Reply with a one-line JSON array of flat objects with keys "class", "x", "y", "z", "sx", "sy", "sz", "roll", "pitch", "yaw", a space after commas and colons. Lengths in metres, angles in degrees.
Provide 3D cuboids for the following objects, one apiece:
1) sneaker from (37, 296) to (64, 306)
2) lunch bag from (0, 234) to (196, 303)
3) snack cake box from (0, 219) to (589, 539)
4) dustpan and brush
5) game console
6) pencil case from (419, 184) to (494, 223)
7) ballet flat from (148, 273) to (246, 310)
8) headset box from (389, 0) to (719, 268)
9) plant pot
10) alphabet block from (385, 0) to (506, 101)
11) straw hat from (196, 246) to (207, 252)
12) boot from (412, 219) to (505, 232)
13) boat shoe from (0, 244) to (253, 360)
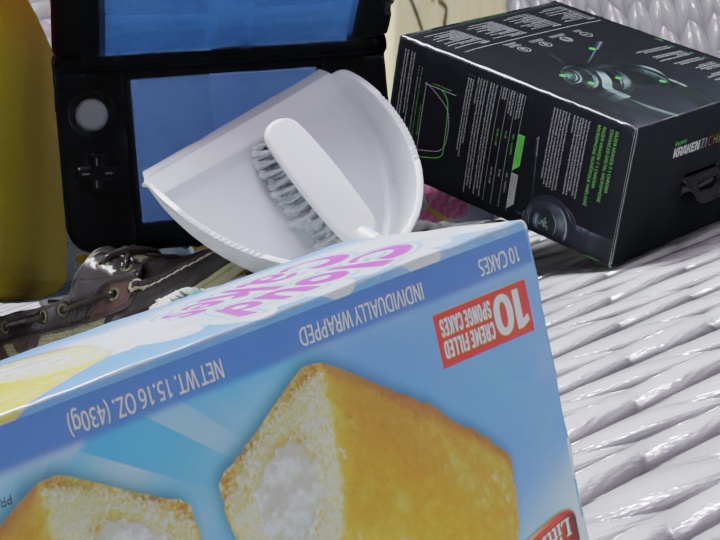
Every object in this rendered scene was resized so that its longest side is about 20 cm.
[{"class": "sneaker", "x": -0.197, "y": 0.008, "z": 1.381, "sx": 0.081, "sy": 0.089, "sz": 0.200, "roll": 16, "pitch": 10, "yaw": -34}, {"class": "lunch bag", "x": -0.211, "y": -0.075, "z": 1.283, "sx": 0.199, "sy": 0.127, "sz": 0.170, "roll": -13, "pitch": 39, "yaw": 22}, {"class": "snack cake box", "x": -0.038, "y": 0.069, "z": 0.385, "sx": 0.067, "sy": 0.116, "sz": 0.200, "roll": -6, "pitch": 11, "yaw": 46}, {"class": "dustpan and brush", "x": -0.004, "y": -0.022, "z": 0.940, "sx": 0.139, "sy": 0.200, "sz": 0.057, "roll": -33, "pitch": -18, "yaw": -24}, {"class": "game console", "x": -0.071, "y": -0.104, "z": 1.021, "sx": 0.199, "sy": 0.173, "sz": 0.119, "roll": -5, "pitch": -2, "yaw": -11}, {"class": "pencil case", "x": -0.008, "y": -0.043, "z": 1.237, "sx": 0.199, "sy": 0.091, "sz": 0.083, "roll": -6, "pitch": 26, "yaw": -17}, {"class": "ballet flat", "x": -0.078, "y": 0.046, "z": 0.897, "sx": 0.071, "sy": 0.072, "sz": 0.200, "roll": -12, "pitch": 1, "yaw": 13}, {"class": "headset box", "x": 0.147, "y": -0.093, "z": 1.156, "sx": 0.200, "sy": 0.093, "sz": 0.174, "roll": 25, "pitch": 30, "yaw": 34}, {"class": "plant pot", "x": -0.277, "y": -0.063, "z": 1.110, "sx": 0.199, "sy": 0.201, "sz": 0.176, "roll": -4, "pitch": -13, "yaw": 13}, {"class": "alphabet block", "x": -0.003, "y": -0.152, "z": 1.502, "sx": 0.196, "sy": 0.201, "sz": 0.195, "roll": -9, "pitch": -18, "yaw": 35}, {"class": "straw hat", "x": -0.086, "y": -0.058, "z": 1.358, "sx": 0.200, "sy": 0.086, "sz": 0.201, "roll": 11, "pitch": 10, "yaw": -2}, {"class": "boot", "x": 0.000, "y": 0.000, "z": 1.092, "sx": 0.131, "sy": 0.070, "sz": 0.200, "roll": -2, "pitch": 17, "yaw": 37}, {"class": "boat shoe", "x": -0.137, "y": 0.017, "z": 1.023, "sx": 0.199, "sy": 0.065, "sz": 0.073, "roll": -28, "pitch": -5, "yaw": 22}]
